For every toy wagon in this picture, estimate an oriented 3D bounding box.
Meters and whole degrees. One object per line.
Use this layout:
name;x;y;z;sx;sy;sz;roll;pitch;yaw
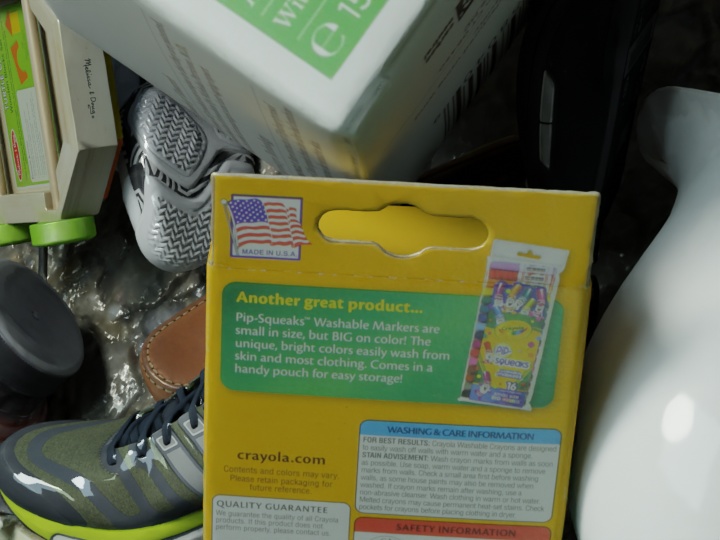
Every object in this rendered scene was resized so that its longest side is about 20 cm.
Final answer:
toy wagon;-0.184;-0.091;1.022;0.200;0.039;0.156;0;99;57

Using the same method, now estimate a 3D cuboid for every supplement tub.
supplement tub;-0.236;0.078;1.030;0.200;0.107;0.107;-36;49;22

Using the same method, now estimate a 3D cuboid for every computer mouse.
computer mouse;0.070;-0.035;0.749;0.046;0.140;0.201;15;120;14

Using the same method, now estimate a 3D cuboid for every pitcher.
pitcher;0.162;0.026;0.709;0.171;0.121;0.201;-9;52;36

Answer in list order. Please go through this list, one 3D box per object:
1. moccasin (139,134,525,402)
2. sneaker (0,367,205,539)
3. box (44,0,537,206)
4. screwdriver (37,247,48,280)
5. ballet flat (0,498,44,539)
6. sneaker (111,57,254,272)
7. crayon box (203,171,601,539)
moccasin;0.001;0.001;0.831;0.201;0.078;0.074;-21;50;-2
sneaker;-0.050;0.059;0.773;0.199;0.081;0.074;-7;31;11
box;-0.010;-0.152;0.721;0.171;0.200;0.199;35;85;8
screwdriver;-0.173;-0.074;1.113;0.028;0.029;0.201;-24;58;29
ballet flat;-0.130;0.149;0.925;0.200;0.073;0.073;25;86;47
sneaker;-0.120;-0.080;1.037;0.115;0.075;0.201;-27;59;40
crayon box;0.010;0.048;0.686;0.125;0.201;0.052;3;30;0
